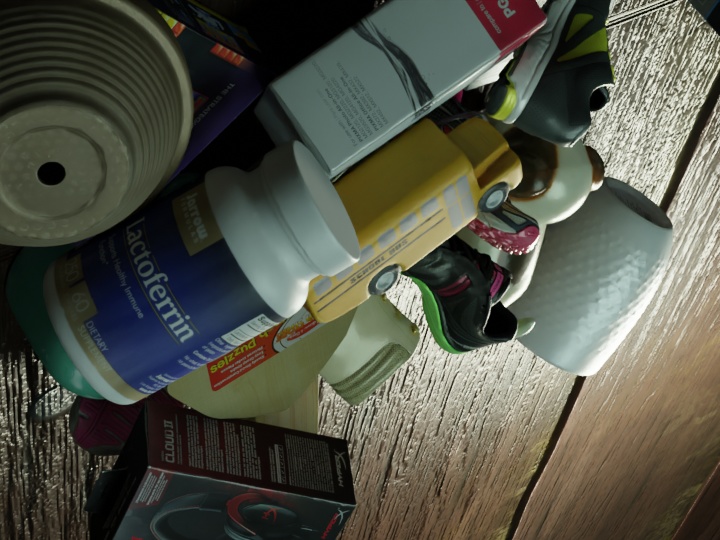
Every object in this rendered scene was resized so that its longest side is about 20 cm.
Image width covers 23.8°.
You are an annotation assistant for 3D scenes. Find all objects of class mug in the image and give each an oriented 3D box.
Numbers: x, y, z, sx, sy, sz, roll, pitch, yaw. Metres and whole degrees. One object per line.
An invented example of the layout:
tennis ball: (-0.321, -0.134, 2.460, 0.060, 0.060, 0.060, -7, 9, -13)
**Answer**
mug: (-0.184, 0.020, 1.347, 0.152, 0.115, 0.185, -15, 148, -35)
mug: (0.245, -0.011, 1.808, 0.176, 0.147, 0.200, -55, 179, 22)

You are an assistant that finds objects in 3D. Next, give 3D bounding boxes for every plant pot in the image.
plant pot: (-0.199, -0.085, 1.080, 0.200, 0.093, 0.201, -9, 126, -12)

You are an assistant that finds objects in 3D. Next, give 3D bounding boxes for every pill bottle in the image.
pill bottle: (-0.107, -0.001, 1.174, 0.200, 0.116, 0.116, -29, 155, 10)

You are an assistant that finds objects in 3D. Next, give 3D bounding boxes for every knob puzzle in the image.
knob puzzle: (-0.078, 0.038, 1.352, 0.219, 0.030, 0.220, -27, 138, -27)

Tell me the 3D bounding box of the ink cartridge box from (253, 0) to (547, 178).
ink cartridge box: (0.024, -0.150, 1.276, 0.200, 0.083, 0.145, -35, -178, -8)

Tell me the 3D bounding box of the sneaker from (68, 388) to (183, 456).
sneaker: (-0.196, 0.113, 1.478, 0.088, 0.081, 0.200, -41, 180, 29)

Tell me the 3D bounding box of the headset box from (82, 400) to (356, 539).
headset box: (-0.124, 0.194, 1.400, 0.199, 0.075, 0.149, 14, 129, -21)

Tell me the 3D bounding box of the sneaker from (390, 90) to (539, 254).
sneaker: (0.086, -0.091, 1.395, 0.075, 0.200, 0.081, -42, 142, 7)

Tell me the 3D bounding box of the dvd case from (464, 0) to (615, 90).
dvd case: (0.166, -0.244, 1.427, 0.150, 0.025, 0.200, -21, 151, -28)

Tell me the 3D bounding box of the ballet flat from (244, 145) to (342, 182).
ballet flat: (-0.023, -0.099, 1.382, 0.200, 0.070, 0.069, -45, 153, 19)

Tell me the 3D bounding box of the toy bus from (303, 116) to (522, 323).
toy bus: (0.026, -0.047, 1.291, 0.200, 0.065, 0.078, -37, 147, -8)

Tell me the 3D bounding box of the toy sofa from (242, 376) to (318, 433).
toy sofa: (-0.094, 0.131, 1.536, 0.097, 0.200, 0.083, 25, 123, -21)

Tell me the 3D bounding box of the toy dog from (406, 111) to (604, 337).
toy dog: (0.120, -0.057, 1.510, 0.139, 0.194, 0.200, 3, 143, -35)

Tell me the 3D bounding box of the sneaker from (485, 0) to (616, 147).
sneaker: (0.167, -0.168, 1.360, 0.200, 0.085, 0.074, -57, -174, -37)

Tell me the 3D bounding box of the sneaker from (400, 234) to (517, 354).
sneaker: (0.082, -0.004, 1.434, 0.084, 0.077, 0.200, -2, 144, 25)

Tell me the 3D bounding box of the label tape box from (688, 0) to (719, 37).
label tape box: (0.345, -0.297, 1.416, 0.063, 0.144, 0.200, -7, 142, -41)

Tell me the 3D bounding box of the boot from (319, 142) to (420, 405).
boot: (0.000, 0.000, 1.453, 0.155, 0.073, 0.200, 39, 77, -32)

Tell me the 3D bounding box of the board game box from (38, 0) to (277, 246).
board game box: (-0.180, -0.110, 1.203, 0.200, 0.057, 0.165, -43, 152, 15)
